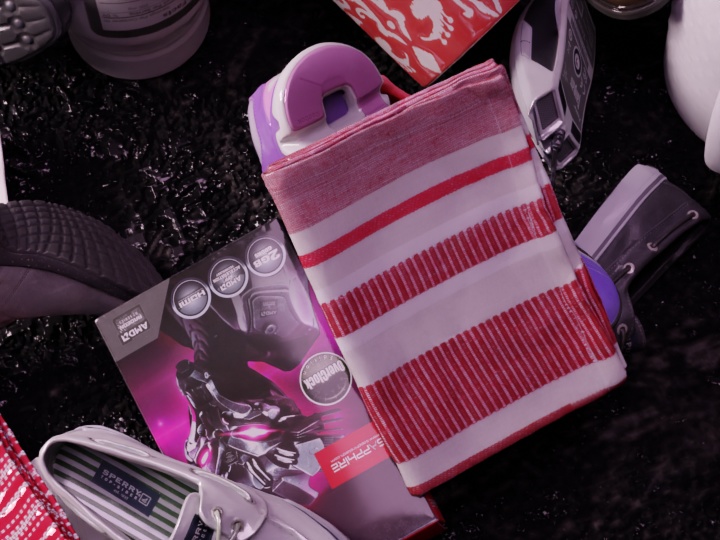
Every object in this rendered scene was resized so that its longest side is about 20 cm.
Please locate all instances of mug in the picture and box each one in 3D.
[{"bbox_3d":[0.254,-0.147,1.236,0.147,0.176,0.201,23,67,13],"label":"mug"},{"bbox_3d":[0.026,-0.238,1.283,0.177,0.133,0.200,-44,94,-10],"label":"mug"}]

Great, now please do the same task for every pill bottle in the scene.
[{"bbox_3d":[-0.150,-0.212,1.266,0.113,0.200,0.115,-1,64,2],"label":"pill bottle"}]

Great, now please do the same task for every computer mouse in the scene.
[{"bbox_3d":[0.112,-0.101,1.274,0.044,0.110,0.201,-5,49,22],"label":"computer mouse"}]

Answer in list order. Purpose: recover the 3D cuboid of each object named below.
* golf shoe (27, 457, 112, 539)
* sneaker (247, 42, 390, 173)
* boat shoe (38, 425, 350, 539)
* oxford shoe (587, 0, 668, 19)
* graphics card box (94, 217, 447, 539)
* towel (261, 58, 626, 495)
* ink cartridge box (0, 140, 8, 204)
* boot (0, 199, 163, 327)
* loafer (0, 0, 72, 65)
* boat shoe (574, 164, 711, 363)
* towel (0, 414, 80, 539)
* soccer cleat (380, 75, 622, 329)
[{"bbox_3d":[-0.159,0.187,1.134,0.072,0.092,0.201,-11,63,-2],"label":"golf shoe"},{"bbox_3d":[-0.008,-0.031,1.152,0.080,0.088,0.201,-30,108,-28],"label":"sneaker"},{"bbox_3d":[-0.088,0.145,1.106,0.199,0.067,0.074,21,89,13],"label":"boat shoe"},{"bbox_3d":[0.143,-0.243,1.275,0.072,0.085,0.201,-21,59,7],"label":"oxford shoe"},{"bbox_3d":[-0.051,0.087,1.168,0.125,0.051,0.201,-28,78,3],"label":"graphics card box"},{"bbox_3d":[0.050,0.005,1.106,0.143,0.023,0.201,-27,104,-9],"label":"towel"},{"bbox_3d":[-0.313,-0.048,1.265,0.198,0.067,0.118,-10,63,-3],"label":"ink cartridge box"},{"bbox_3d":[-0.222,0.023,1.220,0.132,0.199,0.070,-55,37,21],"label":"boot"},{"bbox_3d":[-0.257,-0.170,1.292,0.199,0.068,0.071,3,41,35],"label":"loafer"},{"bbox_3d":[0.144,0.025,1.221,0.066,0.070,0.200,30,61,17],"label":"boat shoe"},{"bbox_3d":[-0.238,0.155,1.138,0.144,0.023,0.200,-36,40,-9],"label":"towel"},{"bbox_3d":[0.067,-0.033,1.169,0.200,0.073,0.068,41,67,18],"label":"soccer cleat"}]
